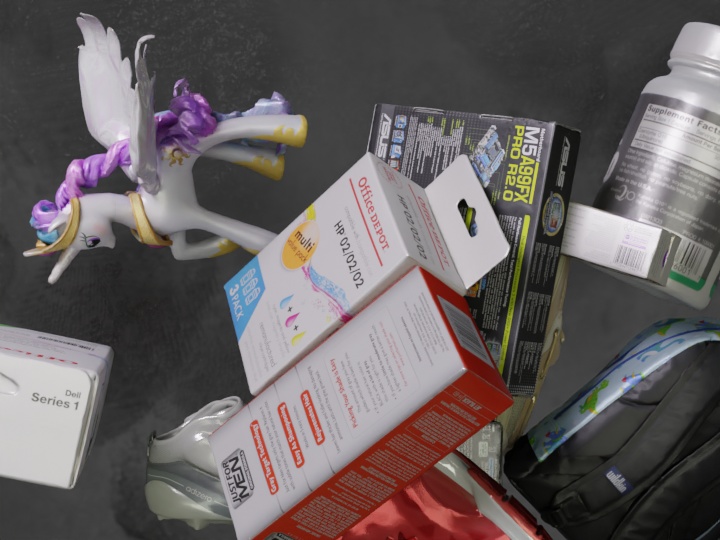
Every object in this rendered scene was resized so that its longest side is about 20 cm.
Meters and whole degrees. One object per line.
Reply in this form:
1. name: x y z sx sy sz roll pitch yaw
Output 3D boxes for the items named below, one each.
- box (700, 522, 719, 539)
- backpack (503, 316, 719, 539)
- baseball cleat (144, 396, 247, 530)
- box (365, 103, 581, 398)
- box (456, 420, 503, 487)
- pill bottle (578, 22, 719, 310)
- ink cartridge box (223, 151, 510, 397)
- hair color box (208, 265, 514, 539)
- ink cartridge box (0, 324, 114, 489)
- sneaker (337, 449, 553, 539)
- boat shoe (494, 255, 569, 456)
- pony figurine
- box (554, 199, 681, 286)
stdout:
1. box: 0.312 0.257 1.141 0.132 0.200 0.115 -44 99 -1
2. backpack: 0.234 0.126 1.165 0.163 0.154 0.200 42 109 -6
3. baseball cleat: -0.066 0.152 1.157 0.200 0.070 0.107 1 103 -6
4. box: 0.069 -0.018 1.121 0.160 0.044 0.200 10 91 35
5. box: 0.007 0.207 1.113 0.193 0.048 0.200 1 87 -2
6. pill bottle: 0.253 -0.080 1.156 0.113 0.113 0.200 24 91 -7
7. ink cartridge box: 0.000 0.000 1.074 0.200 0.115 0.068 -42 132 21
8. hair color box: -0.004 0.101 1.011 0.200 0.102 0.061 -39 135 17
9. ink cartridge box: -0.258 0.088 1.070 0.145 0.200 0.084 12 90 -7
10. sneaker: 0.048 0.186 1.066 0.200 0.078 0.116 42 92 12
11. boat shoe: 0.124 0.051 1.181 0.065 0.072 0.200 16 93 -47
12. pony figurine: -0.144 -0.083 1.108 0.200 0.167 0.193 0 105 -22
13. box: 0.141 -0.036 1.125 0.200 0.039 0.041 18 90 35
